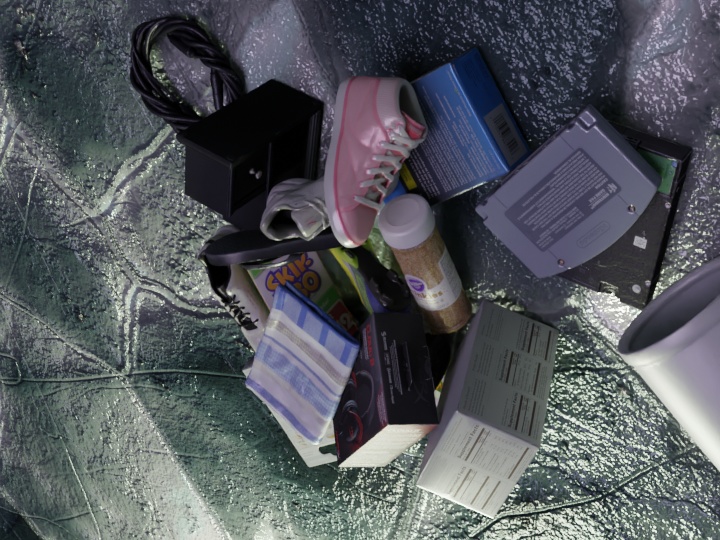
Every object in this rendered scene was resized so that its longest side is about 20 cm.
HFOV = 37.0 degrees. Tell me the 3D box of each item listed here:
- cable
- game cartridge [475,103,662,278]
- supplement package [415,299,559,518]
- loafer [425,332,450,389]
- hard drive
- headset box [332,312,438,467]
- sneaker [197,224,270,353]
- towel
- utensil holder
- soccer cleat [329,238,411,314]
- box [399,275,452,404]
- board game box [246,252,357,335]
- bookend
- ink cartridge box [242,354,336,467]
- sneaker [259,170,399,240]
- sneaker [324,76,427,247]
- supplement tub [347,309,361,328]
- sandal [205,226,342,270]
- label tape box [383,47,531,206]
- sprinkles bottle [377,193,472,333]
[{"bbox_3d":[-0.251,-0.273,1.521,0.201,0.051,0.163,51,136,1],"label":"cable"},{"bbox_3d":[0.233,-0.079,1.200,0.133,0.040,0.200,46,135,-2],"label":"game cartridge"},{"bbox_3d":[0.160,0.172,1.352,0.109,0.201,0.157,22,132,0],"label":"supplement package"},{"bbox_3d":[0.065,0.154,1.466,0.071,0.073,0.202,33,135,17],"label":"loafer"},{"bbox_3d":[0.287,-0.067,1.228,0.138,0.038,0.203,23,130,26],"label":"hard drive"},{"bbox_3d":[0.028,0.153,1.390,0.200,0.074,0.151,131,137,-56],"label":"headset box"},{"bbox_3d":[-0.167,0.042,1.491,0.073,0.080,0.203,-22,98,30],"label":"sneaker"},{"bbox_3d":[-0.081,0.127,1.437,0.146,0.024,0.202,39,131,19],"label":"towel"},{"bbox_3d":[0.404,0.110,1.159,0.201,0.170,0.170,49,136,-3],"label":"utensil holder"},{"bbox_3d":[-0.001,0.001,1.451,0.201,0.064,0.084,53,149,31],"label":"soccer cleat"},{"bbox_3d":[0.089,0.105,1.497,0.038,0.041,0.202,-18,104,44],"label":"box"},{"bbox_3d":[-0.083,0.032,1.466,0.202,0.095,0.030,62,173,-14],"label":"board game box"},{"bbox_3d":[-0.149,-0.118,1.432,0.091,0.200,0.201,27,131,22],"label":"bookend"},{"bbox_3d":[-0.078,0.206,1.702,0.161,0.057,0.201,-22,110,45],"label":"ink cartridge box"},{"bbox_3d":[-0.040,-0.080,1.334,0.198,0.100,0.078,-22,115,29],"label":"sneaker"},{"bbox_3d":[0.021,-0.129,1.240,0.103,0.075,0.204,-1,80,33],"label":"sneaker"},{"bbox_3d":[-0.087,0.058,1.563,0.200,0.107,0.107,47,136,3],"label":"supplement tub"},{"bbox_3d":[-0.103,-0.025,1.394,0.196,0.076,0.044,-8,113,-3],"label":"sandal"},{"bbox_3d":[0.089,-0.162,1.307,0.198,0.063,0.146,-20,104,47],"label":"label tape box"},{"bbox_3d":[0.085,-0.006,1.362,0.067,0.069,0.201,10,146,33],"label":"sprinkles bottle"}]
